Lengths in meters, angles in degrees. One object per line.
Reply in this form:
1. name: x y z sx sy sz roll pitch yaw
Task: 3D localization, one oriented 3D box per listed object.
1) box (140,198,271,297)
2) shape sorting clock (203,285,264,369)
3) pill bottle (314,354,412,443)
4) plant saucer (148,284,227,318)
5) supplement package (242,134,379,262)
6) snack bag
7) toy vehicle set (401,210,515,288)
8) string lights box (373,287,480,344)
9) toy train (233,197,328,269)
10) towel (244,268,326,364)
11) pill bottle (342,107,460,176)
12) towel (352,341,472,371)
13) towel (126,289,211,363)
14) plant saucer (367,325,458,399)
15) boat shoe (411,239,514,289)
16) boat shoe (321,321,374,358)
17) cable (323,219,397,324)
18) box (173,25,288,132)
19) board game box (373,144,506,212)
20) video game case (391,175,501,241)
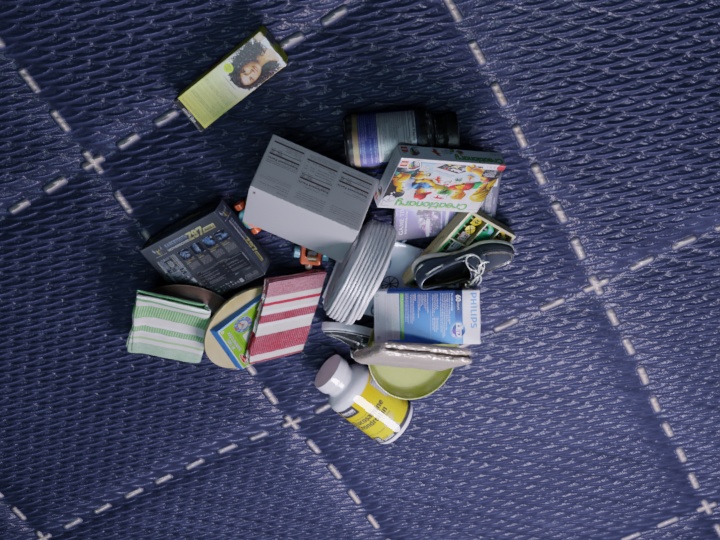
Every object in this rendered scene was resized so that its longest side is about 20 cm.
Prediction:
1. box: -0.293 -0.029 1.626 0.199 0.051 0.158 -25 118 28
2. shape sorting clock: -0.218 0.112 1.692 0.199 0.039 0.201 -26 137 -27
3. pill bottle: 0.004 0.264 1.781 0.200 0.112 0.112 39 113 -20
4. plant saucer: -0.341 0.101 1.694 0.199 0.032 0.201 2 142 2
5. supplement package: -0.091 -0.122 1.509 0.199 0.111 0.156 23 157 -4
6. snack bag: 0.045 0.012 1.691 0.199 0.021 0.189 15 119 -12
7. toy vehicle set: 0.187 -0.026 1.642 0.124 0.027 0.200 24 120 -31
8. string lights box: 0.126 0.086 1.622 0.199 0.059 0.104 0 94 7
9. toy train: -0.151 -0.068 1.624 0.199 0.056 0.151 10 119 -6
10. towel: -0.148 0.090 1.692 0.143 0.023 0.201 -9 129 -40
11. pill bottle: 0.071 -0.226 1.503 0.199 0.112 0.112 -5 120 2
12. towel: 0.101 0.160 1.623 0.199 0.035 0.132 8 163 -22
13. towel: -0.373 0.114 1.669 0.152 0.024 0.200 12 140 -11
14. plant saucer: 0.100 0.156 1.712 0.199 0.031 0.201 -3 97 -22
15. boat shoe: 0.197 -0.007 1.600 0.199 0.062 0.075 -8 132 -8
16. boat shoe: 0.013 0.153 1.733 0.198 0.074 0.069 17 79 -18
17. cable: 0.000 0.000 1.553 0.069 0.200 0.201 26 122 -6
18. box: -0.223 -0.330 1.479 0.200 0.050 0.075 -35 114 18
19. board game box: 0.136 -0.157 1.485 0.199 0.035 0.126 1 143 -21
20. video game case: 0.157 -0.124 1.579 0.199 0.019 0.143 -6 131 -9
